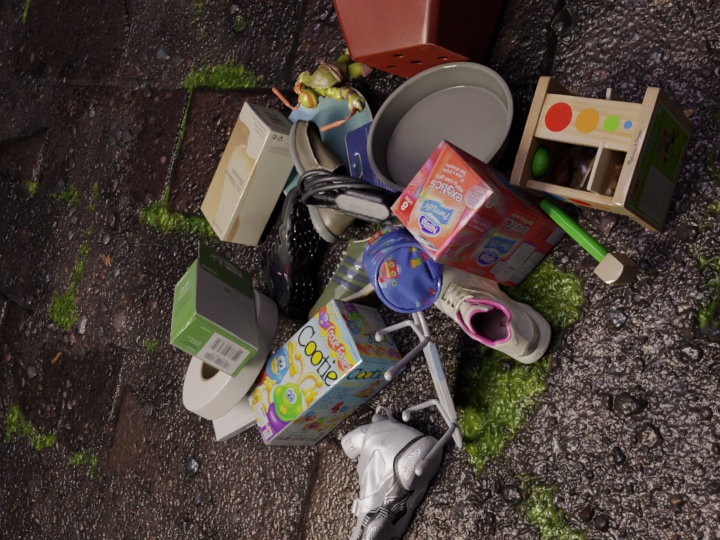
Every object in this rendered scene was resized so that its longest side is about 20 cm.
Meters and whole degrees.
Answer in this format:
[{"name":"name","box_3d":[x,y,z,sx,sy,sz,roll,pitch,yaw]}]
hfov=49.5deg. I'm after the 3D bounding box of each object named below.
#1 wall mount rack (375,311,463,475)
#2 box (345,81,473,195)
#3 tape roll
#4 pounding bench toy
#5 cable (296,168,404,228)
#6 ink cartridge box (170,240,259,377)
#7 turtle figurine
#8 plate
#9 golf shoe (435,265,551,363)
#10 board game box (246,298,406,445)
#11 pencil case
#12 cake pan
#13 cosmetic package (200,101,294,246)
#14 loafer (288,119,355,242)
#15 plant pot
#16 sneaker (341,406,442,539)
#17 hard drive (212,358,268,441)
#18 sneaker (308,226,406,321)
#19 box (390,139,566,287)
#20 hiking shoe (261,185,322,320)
[{"name":"wall mount rack","box_3d":[0.069,0.142,0.931,0.074,0.174,0.202,-19,101,-2]},{"name":"box","box_3d":[0.075,-0.169,1.080,0.198,0.032,0.123,-18,70,25]},{"name":"tape roll","box_3d":[-0.194,0.121,1.161,0.203,0.037,0.204,-42,29,29]},{"name":"pounding bench toy","box_3d":[0.252,-0.096,0.876,0.155,0.124,0.202,18,92,40]},{"name":"cable","box_3d":[0.011,-0.091,1.002,0.198,0.163,0.051,14,96,27]},{"name":"ink cartridge box","box_3d":[-0.204,0.050,1.096,0.059,0.103,0.201,-47,27,17]},{"name":"turtle figurine","box_3d":[-0.041,-0.287,1.150,0.161,0.065,0.199,-41,40,-17]},{"name":"plate","box_3d":[-0.052,-0.189,1.208,0.199,0.025,0.203,-9,75,38]},{"name":"golf shoe","box_3d":[0.140,0.040,0.962,0.199,0.091,0.076,33,103,40]},{"name":"board game box","box_3d":[-0.053,0.146,1.087,0.200,0.104,0.104,-42,57,24]},{"name":"pencil case","box_3d":[0.049,-0.005,0.938,0.086,0.200,0.079,-26,100,1]},{"name":"cake pan","box_3d":[0.104,-0.176,1.000,0.198,0.037,0.202,-14,57,22]},{"name":"cosmetic package","box_3d":[-0.175,-0.152,1.245,0.105,0.071,0.201,48,119,43]},{"name":"loafer","box_3d":[-0.047,-0.139,1.140,0.069,0.075,0.202,-25,68,18]},{"name":"plant pot","box_3d":[0.079,-0.364,1.041,0.198,0.199,0.179,1,91,39]},{"name":"sneaker","box_3d":[0.018,0.280,1.024,0.115,0.075,0.201,35,98,39]},{"name":"hard drive","box_3d":[-0.202,0.155,1.257,0.131,0.025,0.202,-32,63,30]},{"name":"sneaker","box_3d":[0.000,0.000,1.099,0.199,0.067,0.091,-34,64,21]},{"name":"box","box_3d":[0.142,-0.059,0.909,0.103,0.199,0.095,-51,55,19]},{"name":"hiking shoe","box_3d":[-0.116,-0.031,1.186,0.100,0.075,0.203,11,96,43]}]
